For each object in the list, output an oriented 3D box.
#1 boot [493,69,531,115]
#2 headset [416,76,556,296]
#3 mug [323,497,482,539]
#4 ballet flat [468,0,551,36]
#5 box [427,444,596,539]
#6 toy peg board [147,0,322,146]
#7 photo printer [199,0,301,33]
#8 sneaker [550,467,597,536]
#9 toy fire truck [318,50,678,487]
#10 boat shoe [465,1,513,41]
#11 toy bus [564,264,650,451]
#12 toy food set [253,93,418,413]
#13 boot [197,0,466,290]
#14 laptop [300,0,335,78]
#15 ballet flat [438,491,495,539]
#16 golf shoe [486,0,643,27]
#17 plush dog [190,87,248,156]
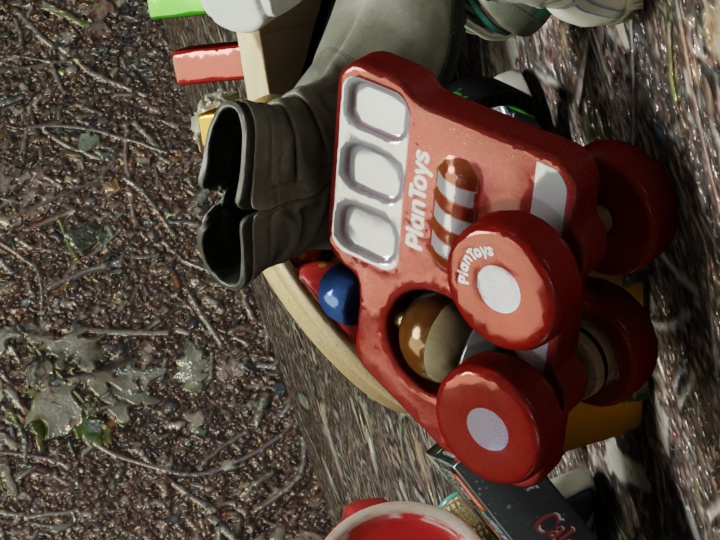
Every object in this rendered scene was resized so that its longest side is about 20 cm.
[{"bbox_3d":[0.058,-0.057,1.634,0.200,0.090,0.073,95,158,-72],"label":"boot"},{"bbox_3d":[0.061,-0.032,1.529,0.094,0.124,0.200,30,164,37],"label":"headset"},{"bbox_3d":[0.013,0.218,1.602,0.178,0.133,0.200,43,159,26],"label":"mug"},{"bbox_3d":[0.053,-0.209,1.412,0.067,0.064,0.200,11,-139,-54],"label":"ballet flat"},{"bbox_3d":[0.120,0.173,1.536,0.200,0.038,0.137,51,176,-2],"label":"box"},{"bbox_3d":[-0.047,-0.129,1.780,0.200,0.098,0.199,-26,-70,-56],"label":"toy peg board"},{"bbox_3d":[-0.032,-0.253,1.536,0.069,0.200,0.167,5,124,45],"label":"photo printer"},{"bbox_3d":[0.128,0.187,1.738,0.200,0.075,0.085,67,-176,-72],"label":"sneaker"},{"bbox_3d":[0.055,0.003,1.341,0.168,0.112,0.200,26,130,28],"label":"toy fire truck"},{"bbox_3d":[0.023,-0.191,1.489,0.200,0.072,0.062,28,-171,-42],"label":"boat shoe"},{"bbox_3d":[0.116,0.023,1.475,0.200,0.065,0.078,82,171,-51],"label":"toy bus"},{"bbox_3d":[0.000,0.000,1.559,0.198,0.049,0.200,42,-162,-34],"label":"toy food set"},{"bbox_3d":[-0.018,-0.089,1.367,0.068,0.131,0.200,27,120,38],"label":"boot"},{"bbox_3d":[0.024,-0.142,1.702,0.200,0.103,0.177,-37,36,59],"label":"laptop"},{"bbox_3d":[0.116,0.204,1.657,0.200,0.070,0.065,40,-157,-38],"label":"ballet flat"},{"bbox_3d":[0.083,-0.151,1.215,0.200,0.097,0.078,103,148,-79],"label":"golf shoe"},{"bbox_3d":[-0.005,-0.118,1.954,0.200,0.160,0.172,40,143,22],"label":"plush dog"}]
